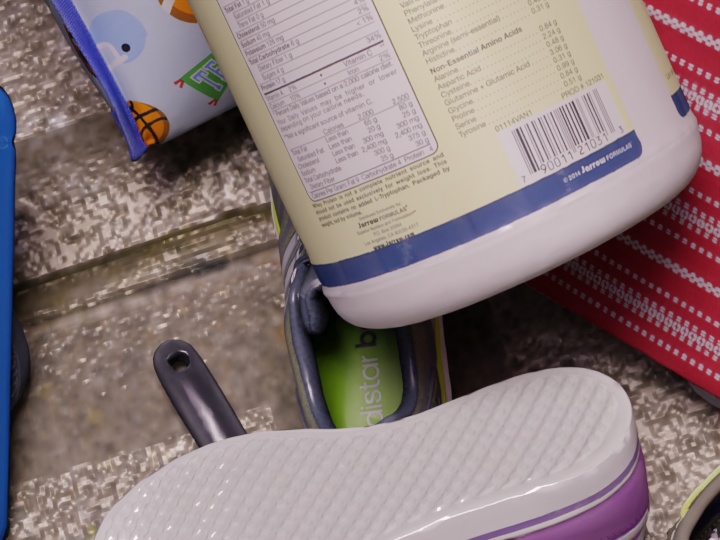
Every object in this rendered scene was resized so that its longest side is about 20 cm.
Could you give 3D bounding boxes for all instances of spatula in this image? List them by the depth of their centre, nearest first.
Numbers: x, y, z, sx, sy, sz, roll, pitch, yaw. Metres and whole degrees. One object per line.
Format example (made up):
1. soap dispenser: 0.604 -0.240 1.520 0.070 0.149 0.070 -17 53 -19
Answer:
1. spatula: -0.030 0.106 0.789 0.056 0.021 0.200 -28 63 -17

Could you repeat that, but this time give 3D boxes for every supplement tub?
1. supplement tub: 0.017 -0.096 0.691 0.145 0.145 0.201 -26 96 -2

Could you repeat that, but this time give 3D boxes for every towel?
1. towel: 0.120 -0.063 0.739 0.144 0.201 0.022 33 34 30

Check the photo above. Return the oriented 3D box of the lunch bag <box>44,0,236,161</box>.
1. lunch bag: -0.068 -0.173 0.803 0.169 0.201 0.124 -26 29 -5

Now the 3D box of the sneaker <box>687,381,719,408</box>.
1. sneaker: 0.146 -0.053 0.777 0.071 0.113 0.201 -1 68 9

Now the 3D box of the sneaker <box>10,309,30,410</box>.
1. sneaker: -0.199 -0.025 0.849 0.070 0.082 0.200 -38 89 18

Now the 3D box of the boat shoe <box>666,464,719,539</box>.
1. boat shoe: 0.201 0.071 0.745 0.201 0.060 0.072 -31 67 -4

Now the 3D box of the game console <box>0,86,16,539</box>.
1. game console: -0.234 0.012 0.812 0.170 0.118 0.201 -1 104 -19

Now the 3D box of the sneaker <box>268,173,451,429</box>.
1. sneaker: 0.000 0.000 0.796 0.074 0.081 0.201 -13 66 3

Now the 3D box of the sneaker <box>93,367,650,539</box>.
1. sneaker: 0.009 0.112 0.730 0.199 0.115 0.073 -11 46 4
